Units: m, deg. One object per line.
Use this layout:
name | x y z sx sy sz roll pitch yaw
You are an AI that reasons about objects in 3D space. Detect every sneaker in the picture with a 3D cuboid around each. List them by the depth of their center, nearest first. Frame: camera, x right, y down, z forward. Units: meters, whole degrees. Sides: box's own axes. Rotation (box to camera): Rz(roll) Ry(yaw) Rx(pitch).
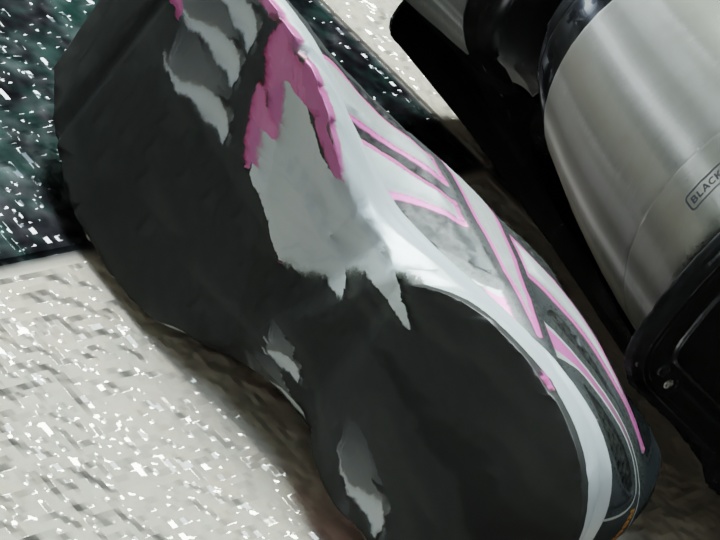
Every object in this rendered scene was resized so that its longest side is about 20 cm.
sneaker | 0.000 0.000 0.659 0.201 0.080 0.086 56 23 21

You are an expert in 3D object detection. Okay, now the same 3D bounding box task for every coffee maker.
coffee maker | 0.099 -0.029 0.745 0.134 0.193 0.200 -23 47 -7
